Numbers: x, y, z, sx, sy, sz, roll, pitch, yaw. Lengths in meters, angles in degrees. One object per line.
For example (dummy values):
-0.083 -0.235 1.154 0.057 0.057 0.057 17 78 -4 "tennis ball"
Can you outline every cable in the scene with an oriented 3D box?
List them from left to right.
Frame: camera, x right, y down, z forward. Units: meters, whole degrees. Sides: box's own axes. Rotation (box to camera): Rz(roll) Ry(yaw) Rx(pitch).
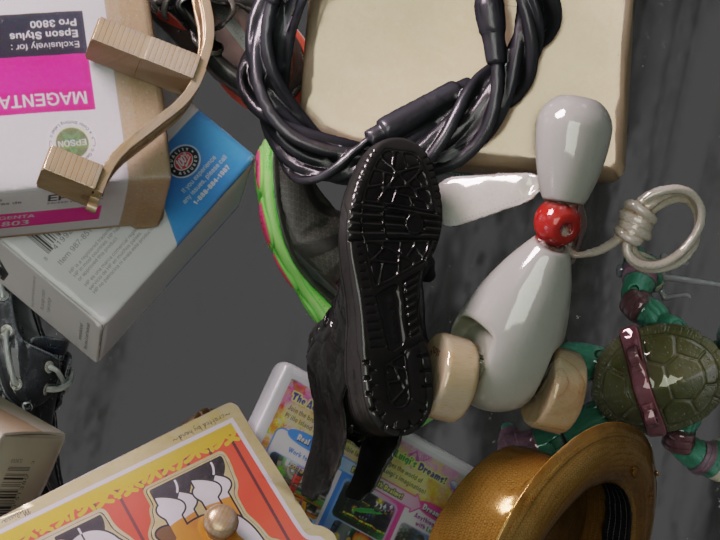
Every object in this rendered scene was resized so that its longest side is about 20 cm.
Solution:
0.020 -0.133 1.273 0.162 0.051 0.201 30 97 -4 "cable"

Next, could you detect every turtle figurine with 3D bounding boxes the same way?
0.173 0.060 1.332 0.198 0.101 0.151 -13 84 12 "turtle figurine"

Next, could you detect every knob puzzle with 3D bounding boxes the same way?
-0.097 0.189 1.218 0.218 0.031 0.221 4 63 -8 "knob puzzle"

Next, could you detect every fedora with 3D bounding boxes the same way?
0.094 0.167 1.284 0.082 0.200 0.202 28 92 33 "fedora"

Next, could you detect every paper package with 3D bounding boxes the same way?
0.070 -0.152 1.338 0.198 0.103 0.192 5 90 5 "paper package"

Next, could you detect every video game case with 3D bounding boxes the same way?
-0.004 0.181 1.320 0.199 0.024 0.183 30 76 -20 "video game case"

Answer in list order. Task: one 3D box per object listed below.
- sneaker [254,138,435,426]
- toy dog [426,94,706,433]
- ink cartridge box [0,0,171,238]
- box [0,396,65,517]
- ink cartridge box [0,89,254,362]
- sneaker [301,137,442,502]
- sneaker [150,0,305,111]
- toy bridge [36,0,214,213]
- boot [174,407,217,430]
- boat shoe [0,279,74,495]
0.000 0.000 1.362 0.083 0.077 0.201 -33 97 -1 "sneaker"
0.093 0.000 1.276 0.132 0.096 0.201 34 91 -24 "toy dog"
-0.217 -0.105 1.270 0.198 0.075 0.166 -6 71 -14 "ink cartridge box"
-0.287 0.094 1.323 0.199 0.078 0.096 25 95 22 "box"
-0.188 -0.068 1.348 0.200 0.084 0.145 39 70 5 "ink cartridge box"
0.001 0.030 1.266 0.060 0.104 0.202 3 82 -22 "sneaker"
-0.108 -0.179 1.365 0.200 0.082 0.077 40 93 4 "sneaker"
-0.120 -0.119 1.241 0.067 0.027 0.201 20 65 -9 "toy bridge"
-0.074 0.192 1.371 0.107 0.075 0.200 -36 93 24 "boot"
-0.212 0.062 1.381 0.067 0.072 0.201 -19 80 6 "boat shoe"
